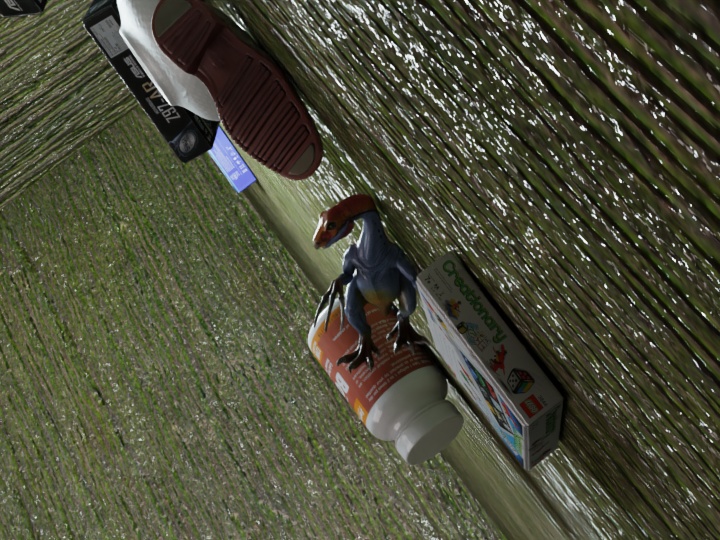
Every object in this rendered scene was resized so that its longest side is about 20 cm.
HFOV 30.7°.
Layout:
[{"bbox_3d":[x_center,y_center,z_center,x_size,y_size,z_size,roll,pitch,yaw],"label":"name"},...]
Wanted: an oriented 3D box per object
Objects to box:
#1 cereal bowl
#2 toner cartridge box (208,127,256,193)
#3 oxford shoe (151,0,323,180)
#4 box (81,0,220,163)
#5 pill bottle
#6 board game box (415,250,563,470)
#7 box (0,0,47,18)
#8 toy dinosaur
[{"bbox_3d":[-0.193,-0.236,1.372,0.201,0.083,0.200,54,175,7],"label":"cereal bowl"},{"bbox_3d":[-0.272,-0.241,2.446,0.201,0.043,0.095,55,174,-14],"label":"toner cartridge box"},{"bbox_3d":[-0.089,-0.158,1.104,0.201,0.070,0.075,51,-158,14],"label":"oxford shoe"},{"bbox_3d":[-0.230,-0.247,1.518,0.201,0.043,0.161,56,-159,-28],"label":"box"},{"bbox_3d":[0.032,0.127,1.561,0.201,0.112,0.112,52,176,27],"label":"pill bottle"},{"bbox_3d":[0.096,0.072,0.954,0.127,0.034,0.200,54,176,17],"label":"board game box"},{"bbox_3d":[-0.276,-0.331,0.991,0.047,0.196,0.201,2,151,23],"label":"box"},{"bbox_3d":[0.000,0.000,1.145,0.201,0.103,0.184,-110,8,-59],"label":"toy dinosaur"}]
